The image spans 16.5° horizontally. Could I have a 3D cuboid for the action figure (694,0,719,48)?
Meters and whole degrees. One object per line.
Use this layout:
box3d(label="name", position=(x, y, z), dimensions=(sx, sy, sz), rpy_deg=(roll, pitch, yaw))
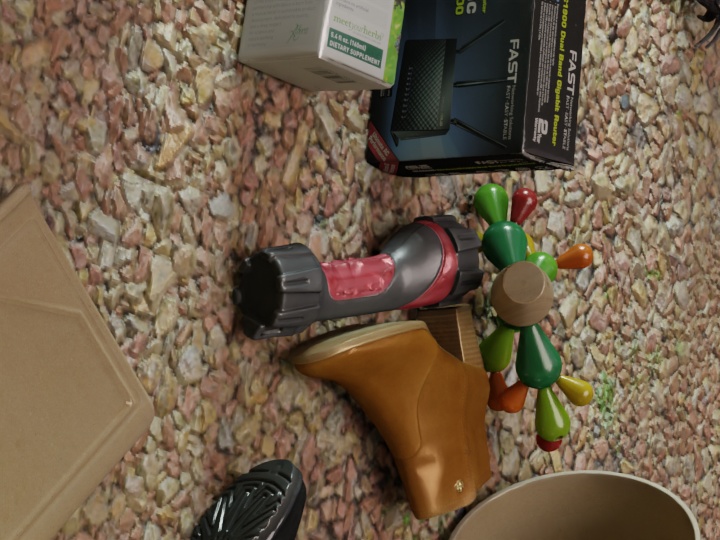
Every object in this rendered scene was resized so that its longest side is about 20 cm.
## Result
box3d(label="action figure", position=(0.306, -0.287, 2.054), dimensions=(0.119, 0.102, 0.201), rpy_deg=(-8, 93, -59))

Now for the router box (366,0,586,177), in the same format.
box3d(label="router box", position=(0.084, -0.169, 1.767), dimensions=(0.062, 0.149, 0.201), rpy_deg=(11, 81, -46))

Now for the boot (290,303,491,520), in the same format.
box3d(label="boot", position=(0.031, 0.106, 1.759), dimensions=(0.201, 0.071, 0.145), rpy_deg=(-11, 94, -53))

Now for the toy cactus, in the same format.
box3d(label="toy cactus", position=(0.126, 0.026, 1.819), dimensions=(0.165, 0.102, 0.201), rpy_deg=(78, 8, -79))

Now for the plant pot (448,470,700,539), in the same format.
box3d(label="plant pot", position=(0.167, 0.285, 1.846), dimensions=(0.187, 0.187, 0.201), rpy_deg=(-40, 131, -41))

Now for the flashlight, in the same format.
box3d(label="flashlight", position=(0.000, 0.000, 1.734), dimensions=(0.199, 0.068, 0.068), rpy_deg=(-5, 67, -47))

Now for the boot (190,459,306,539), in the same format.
box3d(label="boot", position=(-0.042, 0.249, 1.677), dimensions=(0.200, 0.065, 0.165), rpy_deg=(49, 64, -32))

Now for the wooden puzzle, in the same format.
box3d(label="wooden puzzle", position=(-0.222, 0.077, 1.512), dimensions=(0.185, 0.037, 0.201), rpy_deg=(-49, 128, -37))

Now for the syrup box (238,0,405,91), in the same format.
box3d(label="syrup box", position=(-0.017, -0.230, 1.708), dimensions=(0.079, 0.081, 0.201), rpy_deg=(19, 77, -47))
